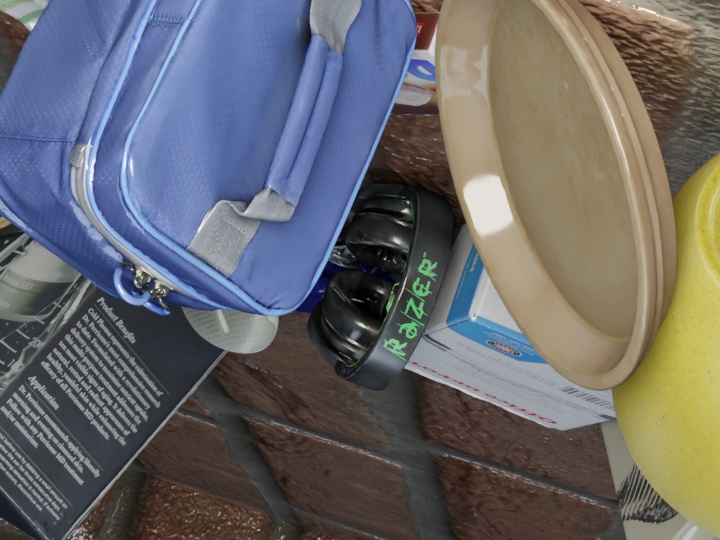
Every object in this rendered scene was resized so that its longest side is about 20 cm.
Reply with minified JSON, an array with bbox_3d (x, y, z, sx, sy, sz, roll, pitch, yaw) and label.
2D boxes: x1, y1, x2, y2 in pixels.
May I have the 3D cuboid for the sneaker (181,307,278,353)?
[{"bbox_3d":[-0.080,-0.020,1.471,0.080,0.071,0.201,14,-149,-33],"label":"sneaker"}]

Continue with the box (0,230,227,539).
[{"bbox_3d":[-0.223,0.054,1.594,0.199,0.197,0.124,19,151,49],"label":"box"}]

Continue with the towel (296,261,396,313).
[{"bbox_3d":[-0.079,-0.013,1.647,0.147,0.050,0.199,26,168,-40],"label":"towel"}]

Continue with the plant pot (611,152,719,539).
[{"bbox_3d":[0.206,0.012,1.066,0.199,0.201,0.142,14,155,20],"label":"plant pot"}]

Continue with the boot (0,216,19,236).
[{"bbox_3d":[-0.298,-0.092,1.587,0.138,0.078,0.199,37,162,-35],"label":"boot"}]

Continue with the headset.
[{"bbox_3d":[0.000,0.000,1.452,0.093,0.124,0.200,20,-175,-12],"label":"headset"}]

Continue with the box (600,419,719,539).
[{"bbox_3d":[0.207,0.122,1.482,0.068,0.082,0.200,25,-153,-19],"label":"box"}]

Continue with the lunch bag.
[{"bbox_3d":[-0.070,-0.073,1.059,0.132,0.201,0.136,1,153,46],"label":"lunch bag"}]

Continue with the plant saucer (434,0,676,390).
[{"bbox_3d":[0.089,-0.045,1.057,0.029,0.201,0.200,-18,177,-17],"label":"plant saucer"}]

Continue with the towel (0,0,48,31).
[{"bbox_3d":[-0.144,-0.138,1.219,0.200,0.031,0.149,38,159,-34],"label":"towel"}]

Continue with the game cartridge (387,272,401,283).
[{"bbox_3d":[0.075,0.040,1.689,0.132,0.042,0.200,20,168,-20],"label":"game cartridge"}]

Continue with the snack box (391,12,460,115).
[{"bbox_3d":[-0.006,-0.107,1.218,0.072,0.024,0.199,32,163,-38],"label":"snack box"}]

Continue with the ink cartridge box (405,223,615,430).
[{"bbox_3d":[0.114,0.033,1.484,0.146,0.086,0.200,22,168,-12],"label":"ink cartridge box"}]
